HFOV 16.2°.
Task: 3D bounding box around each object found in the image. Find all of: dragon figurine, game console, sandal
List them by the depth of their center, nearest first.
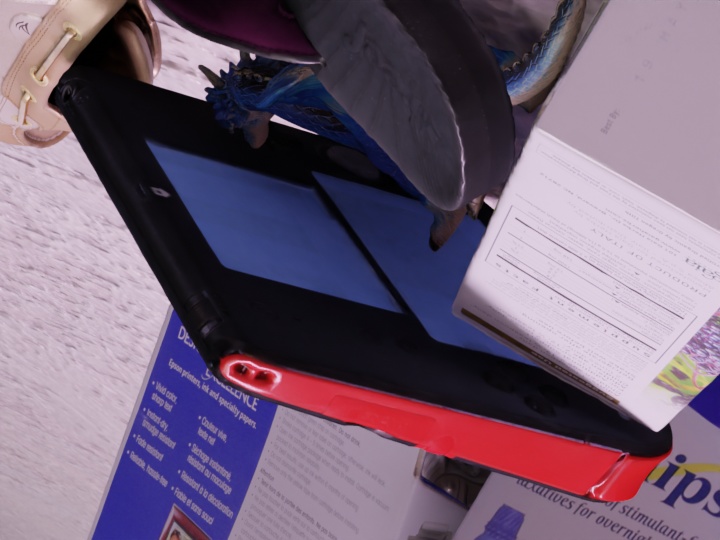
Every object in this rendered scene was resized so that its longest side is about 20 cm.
[{"bbox_3d":[-0.030,-0.087,0.682,0.201,0.048,0.075,49,157,39],"label":"sandal"},{"bbox_3d":[0.005,-0.062,0.790,0.099,0.059,0.200,32,167,-3],"label":"dragon figurine"},{"bbox_3d":[0.000,0.000,0.840,0.176,0.031,0.200,20,-161,-31],"label":"game console"}]

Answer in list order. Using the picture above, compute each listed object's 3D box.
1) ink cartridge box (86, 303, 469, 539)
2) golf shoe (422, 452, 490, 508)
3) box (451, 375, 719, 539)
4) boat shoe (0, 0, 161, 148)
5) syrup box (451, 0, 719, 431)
[{"bbox_3d":[-0.036,0.100,1.059,0.047,0.201,0.197,14,-169,-38],"label":"ink cartridge box"},{"bbox_3d":[0.037,0.081,1.090,0.097,0.078,0.201,28,135,62],"label":"golf shoe"},{"bbox_3d":[0.105,0.149,1.004,0.105,0.200,0.184,25,165,28],"label":"box"},{"bbox_3d":[-0.109,-0.080,0.937,0.069,0.074,0.200,36,166,5],"label":"boat shoe"},{"bbox_3d":[0.086,-0.023,0.713,0.081,0.079,0.200,30,166,4],"label":"syrup box"}]
